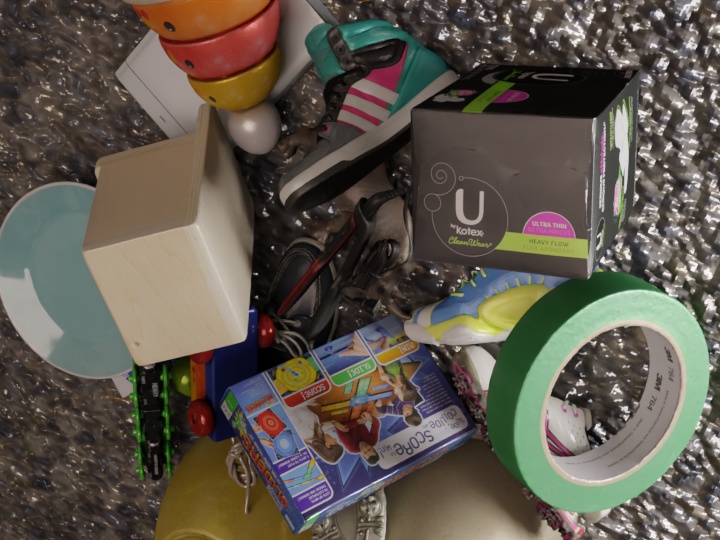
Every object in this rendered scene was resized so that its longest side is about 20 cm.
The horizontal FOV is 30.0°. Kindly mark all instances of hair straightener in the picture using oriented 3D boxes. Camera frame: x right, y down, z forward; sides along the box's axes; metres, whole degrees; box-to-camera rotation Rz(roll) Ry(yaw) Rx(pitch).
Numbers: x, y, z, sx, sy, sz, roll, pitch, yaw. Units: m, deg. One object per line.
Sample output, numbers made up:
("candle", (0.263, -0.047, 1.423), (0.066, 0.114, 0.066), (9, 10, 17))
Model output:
("hair straightener", (0.000, 0.000, 1.183), (0.077, 0.041, 0.200), (42, 129, 4))

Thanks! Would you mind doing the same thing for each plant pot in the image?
("plant pot", (-0.128, 0.272, 1.339), (0.197, 0.142, 0.203), (7, 110, 20))

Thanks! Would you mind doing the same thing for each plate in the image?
("plate", (-0.272, 0.009, 1.329), (0.197, 0.026, 0.203), (6, 108, 19))

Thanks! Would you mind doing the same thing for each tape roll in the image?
("tape roll", (0.201, 0.103, 1.132), (0.048, 0.198, 0.203), (-144, 52, -58))

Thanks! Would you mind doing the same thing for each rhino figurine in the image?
("rhino figurine", (0.004, -0.048, 1.216), (0.087, 0.060, 0.202), (-25, 87, 27))

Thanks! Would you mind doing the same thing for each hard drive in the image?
("hard drive", (-0.126, -0.203, 1.248), (0.132, 0.027, 0.200), (48, 117, 1))

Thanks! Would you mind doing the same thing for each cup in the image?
("cup", (0.078, 0.277, 1.257), (0.197, 0.143, 0.203), (7, 109, 20))

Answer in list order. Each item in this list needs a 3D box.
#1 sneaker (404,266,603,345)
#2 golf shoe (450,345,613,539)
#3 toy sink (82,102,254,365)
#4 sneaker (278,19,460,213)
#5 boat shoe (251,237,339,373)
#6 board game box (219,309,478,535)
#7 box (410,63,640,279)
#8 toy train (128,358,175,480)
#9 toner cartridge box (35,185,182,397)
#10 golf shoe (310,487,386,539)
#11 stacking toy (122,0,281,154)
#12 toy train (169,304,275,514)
("sneaker", (0.129, 0.009, 1.200), (0.197, 0.076, 0.107), (-7, 86, 24))
("golf shoe", (0.161, 0.143, 1.227), (0.092, 0.073, 0.201), (-37, 91, -10))
("toy sink", (-0.168, -0.037, 1.196), (0.110, 0.201, 0.131), (-13, 128, 8))
("sneaker", (-0.018, -0.147, 1.149), (0.121, 0.199, 0.084), (48, 156, 8))
("boat shoe", (-0.073, 0.068, 1.295), (0.074, 0.062, 0.202), (24, 113, 19))
("board game box", (-0.008, 0.131, 1.198), (0.136, 0.198, 0.035), (57, 147, 17))
("box", (0.137, -0.087, 1.081), (0.146, 0.200, 0.126), (5, 109, 20))
("toy train", (-0.207, 0.139, 1.334), (0.041, 0.057, 0.201), (-3, 140, -9))
("toner cartridge box", (-0.245, 0.019, 1.359), (0.094, 0.043, 0.202), (-25, 96, 28))
("golf shoe", (-0.005, 0.192, 1.253), (0.077, 0.097, 0.203), (-17, 63, 17))
("stacking toy", (-0.113, -0.192, 1.177), (0.144, 0.147, 0.202), (-7, 120, 24))
("toy train", (-0.143, 0.121, 1.279), (0.115, 0.084, 0.203), (24, 119, 50))
